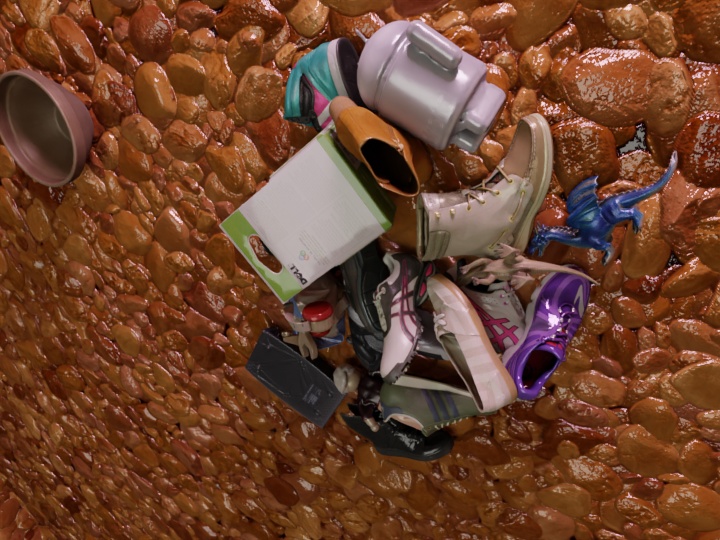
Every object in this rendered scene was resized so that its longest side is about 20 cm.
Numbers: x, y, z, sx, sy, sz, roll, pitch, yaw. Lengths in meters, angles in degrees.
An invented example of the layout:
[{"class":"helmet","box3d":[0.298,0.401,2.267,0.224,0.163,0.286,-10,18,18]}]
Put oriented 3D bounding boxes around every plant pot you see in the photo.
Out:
[{"class":"plant pot","box3d":[-0.561,-0.264,0.978,0.197,0.093,0.205,12,120,21]}]

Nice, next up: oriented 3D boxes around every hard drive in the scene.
[{"class":"hard drive","box3d":[-0.123,0.205,1.040,0.198,0.042,0.136,36,126,5]}]

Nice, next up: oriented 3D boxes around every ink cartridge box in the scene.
[{"class":"ink cartridge box","box3d":[-0.071,-0.074,0.731,0.198,0.076,0.149,-34,104,21]}]

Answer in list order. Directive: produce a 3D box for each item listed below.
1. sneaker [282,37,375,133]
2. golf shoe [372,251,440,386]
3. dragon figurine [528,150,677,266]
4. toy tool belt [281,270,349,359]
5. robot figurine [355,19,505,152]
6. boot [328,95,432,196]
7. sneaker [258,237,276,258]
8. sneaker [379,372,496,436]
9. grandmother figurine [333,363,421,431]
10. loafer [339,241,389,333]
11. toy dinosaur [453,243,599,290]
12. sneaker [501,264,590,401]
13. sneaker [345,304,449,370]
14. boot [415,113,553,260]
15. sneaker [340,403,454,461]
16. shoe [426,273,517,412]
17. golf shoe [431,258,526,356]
[{"class":"sneaker","box3d":[-0.047,-0.211,0.755,0.119,0.084,0.203,1,121,31]},{"class":"golf shoe","box3d":[0.051,0.067,0.786,0.087,0.203,0.077,22,152,-8]},{"class":"dragon figurine","box3d":[0.293,-0.075,0.666,0.098,0.059,0.201,30,132,0]},{"class":"toy tool belt","box3d":[-0.069,0.077,0.854,0.122,0.201,0.125,-12,115,-8]},{"class":"robot figurine","box3d":[0.077,-0.230,0.662,0.198,0.114,0.170,32,158,8]},{"class":"boot","box3d":[0.045,-0.130,0.668,0.200,0.145,0.071,29,113,-39]},{"class":"sneaker","box3d":[-0.095,-0.046,0.861,0.198,0.070,0.079,19,136,43]},{"class":"sneaker","box3d":[0.125,0.228,0.876,0.196,0.067,0.092,13,86,2]},{"class":"grandmother figurine","box3d":[0.039,0.223,0.949,0.197,0.123,0.061,22,166,15]},{"class":"loafer","box3d":[0.000,0.000,0.838,0.062,0.071,0.204,-19,83,49]},{"class":"toy dinosaur","box3d":[0.204,-0.003,0.701,0.196,0.101,0.060,-4,86,26]},{"class":"sneaker","box3d":[0.261,0.088,0.717,0.080,0.083,0.203,28,85,-4]},{"class":"sneaker","box3d":[0.063,0.119,0.885,0.197,0.076,0.116,22,128,17]},{"class":"boot","box3d":[0.152,-0.099,0.683,0.151,0.073,0.203,-1,125,-11]},{"class":"sneaker","box3d":[0.066,0.288,0.979,0.197,0.060,0.106,-11,114,33]},{"class":"shoe","box3d":[0.137,0.095,0.720,0.202,0.053,0.070,61,165,21]},{"class":"golf shoe","box3d":[0.204,0.063,0.781,0.198,0.073,0.093,31,124,9]}]
